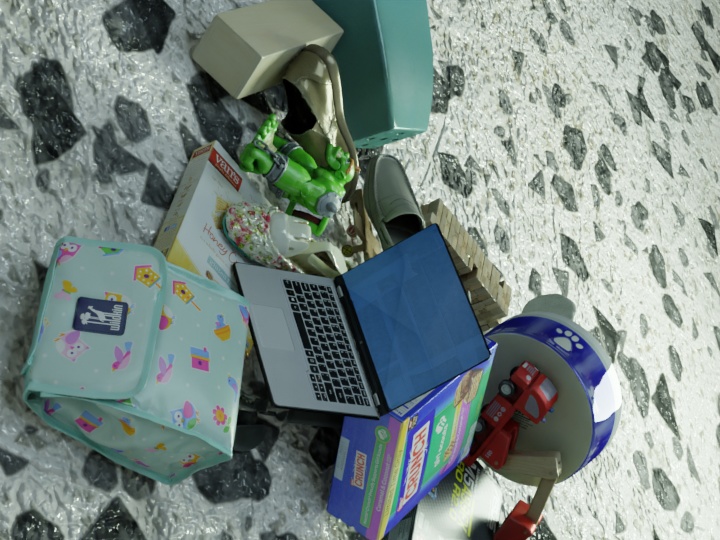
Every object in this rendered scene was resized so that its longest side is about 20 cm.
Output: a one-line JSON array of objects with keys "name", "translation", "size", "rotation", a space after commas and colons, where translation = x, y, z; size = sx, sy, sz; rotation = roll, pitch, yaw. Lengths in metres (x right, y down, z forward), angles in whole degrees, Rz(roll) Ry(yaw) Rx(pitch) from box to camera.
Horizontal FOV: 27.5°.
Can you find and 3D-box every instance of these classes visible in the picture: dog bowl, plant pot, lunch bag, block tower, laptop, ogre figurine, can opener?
[{"name": "dog bowl", "translation": [0.213, 0.157, 1.788], "size": [0.079, 0.199, 0.202], "rotation": [-27, 94, -51]}, {"name": "plant pot", "translation": [0.007, -0.261, 1.848], "size": [0.141, 0.140, 0.203], "rotation": [-5, 83, -57]}, {"name": "lunch bag", "translation": [-0.207, 0.076, 1.331], "size": [0.199, 0.121, 0.172], "rotation": [31, 49, -34]}, {"name": "block tower", "translation": [0.131, -0.009, 1.956], "size": [0.200, 0.054, 0.058], "rotation": [49, 36, -30]}, {"name": "laptop", "translation": [-0.003, 0.041, 1.489], "size": [0.198, 0.116, 0.188], "rotation": [10, 42, -32]}, {"name": "ogre figurine", "translation": [-0.070, -0.106, 1.620], "size": [0.119, 0.200, 0.099], "rotation": [35, 78, -4]}, {"name": "can opener", "translation": [-0.087, 0.151, 1.546], "size": [0.199, 0.052, 0.067], "rotation": [7, 100, -54]}]

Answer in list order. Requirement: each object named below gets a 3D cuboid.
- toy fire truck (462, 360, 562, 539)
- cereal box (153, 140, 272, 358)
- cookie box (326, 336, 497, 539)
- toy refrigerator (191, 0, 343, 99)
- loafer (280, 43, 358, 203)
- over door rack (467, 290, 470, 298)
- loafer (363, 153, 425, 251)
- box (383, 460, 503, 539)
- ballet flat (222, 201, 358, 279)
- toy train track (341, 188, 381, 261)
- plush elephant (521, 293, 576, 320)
[{"name": "toy fire truck", "translation": [0.188, 0.219, 1.742], "size": [0.141, 0.201, 0.049], "rotation": [40, 30, 9]}, {"name": "cereal box", "translation": [-0.147, -0.022, 1.552], "size": [0.144, 0.039, 0.201], "rotation": [50, 36, -30]}, {"name": "cookie box", "translation": [0.056, 0.170, 1.606], "size": [0.200, 0.075, 0.173], "rotation": [-34, 144, -47]}, {"name": "toy refrigerator", "translation": [-0.107, -0.263, 1.717], "size": [0.076, 0.070, 0.200], "rotation": [43, 30, 9]}, {"name": "loafer", "translation": [-0.055, -0.164, 1.725], "size": [0.067, 0.076, 0.202], "rotation": [-29, 122, -28]}, {"name": "over door rack", "translation": [0.079, 0.054, 1.840], "size": [0.200, 0.066, 0.149], "rotation": [49, 36, -51]}, {"name": "loafer", "translation": [0.050, -0.056, 1.744], "size": [0.069, 0.070, 0.202], "rotation": [-1, 62, -24]}, {"name": "box", "translation": [0.100, 0.297, 1.737], "size": [0.160, 0.044, 0.201], "rotation": [48, 37, -29]}, {"name": "ballet flat", "translation": [-0.067, -0.025, 1.586], "size": [0.200, 0.063, 0.076], "rotation": [35, 47, -49]}, {"name": "toy train track", "translation": [0.000, 0.000, 1.757], "size": [0.115, 0.032, 0.202], "rotation": [51, 29, -64]}, {"name": "plush elephant", "translation": [0.255, 0.128, 1.967], "size": [0.199, 0.154, 0.167], "rotation": [29, 49, -46]}]
